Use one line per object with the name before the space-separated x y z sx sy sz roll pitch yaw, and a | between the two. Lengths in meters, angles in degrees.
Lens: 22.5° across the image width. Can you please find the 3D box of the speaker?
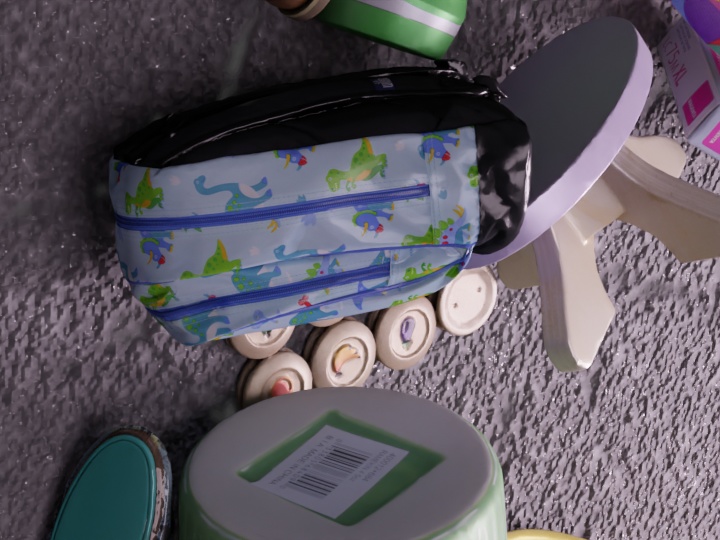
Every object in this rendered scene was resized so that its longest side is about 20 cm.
speaker | 0.041 -0.222 0.993 0.088 0.088 0.202 14 97 -42

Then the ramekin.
ramekin | -0.010 0.148 1.004 0.199 0.199 0.099 -21 122 -33

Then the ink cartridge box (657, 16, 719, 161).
ink cartridge box | 0.289 -0.083 1.187 0.199 0.120 0.042 30 120 -22

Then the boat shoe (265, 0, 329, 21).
boat shoe | -0.028 -0.235 0.946 0.068 0.072 0.202 16 86 -38

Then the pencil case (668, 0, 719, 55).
pencil case | 0.210 -0.192 1.099 0.088 0.088 0.200 -44 98 -19

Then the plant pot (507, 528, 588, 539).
plant pot | 0.128 0.307 1.200 0.200 0.201 0.190 5 117 -41

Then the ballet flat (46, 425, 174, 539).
ballet flat | -0.143 0.180 1.009 0.074 0.074 0.202 15 98 -42

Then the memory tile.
memory tile | 0.000 0.000 1.086 0.199 0.017 0.155 -26 121 -31

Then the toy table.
toy table | 0.128 -0.043 1.067 0.200 0.183 0.117 -51 118 -25

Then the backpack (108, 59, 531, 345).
backpack | -0.032 -0.038 0.945 0.198 0.163 0.155 2 106 -19
